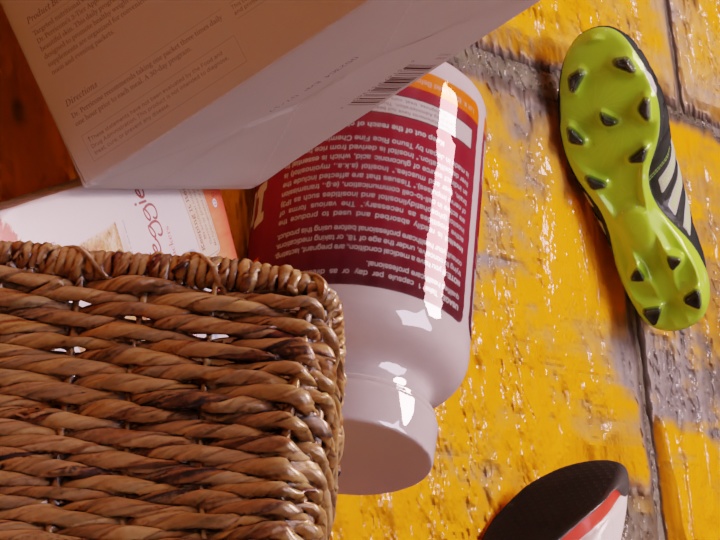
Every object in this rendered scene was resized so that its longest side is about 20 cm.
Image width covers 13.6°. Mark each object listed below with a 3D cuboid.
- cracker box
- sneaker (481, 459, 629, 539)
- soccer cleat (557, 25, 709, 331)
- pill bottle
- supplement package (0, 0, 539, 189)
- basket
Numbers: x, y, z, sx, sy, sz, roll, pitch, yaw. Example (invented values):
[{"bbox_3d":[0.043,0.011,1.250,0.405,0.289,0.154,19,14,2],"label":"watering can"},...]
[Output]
[{"bbox_3d":[-0.116,0.030,1.283,0.200,0.058,0.134,-24,101,-61],"label":"cracker box"},{"bbox_3d":[0.106,0.196,1.635,0.201,0.067,0.108,-52,127,-51],"label":"sneaker"},{"bbox_3d":[0.168,-0.059,1.857,0.081,0.067,0.200,-73,147,-71],"label":"soccer cleat"},{"bbox_3d":[0.000,0.000,1.454,0.113,0.113,0.200,43,44,-48],"label":"pill bottle"},{"bbox_3d":[-0.051,-0.166,1.283,0.147,0.191,0.200,-3,65,-63],"label":"supplement package"},{"bbox_3d":[-0.107,0.085,1.125,0.143,0.199,0.149,91,2,-61],"label":"basket"}]
